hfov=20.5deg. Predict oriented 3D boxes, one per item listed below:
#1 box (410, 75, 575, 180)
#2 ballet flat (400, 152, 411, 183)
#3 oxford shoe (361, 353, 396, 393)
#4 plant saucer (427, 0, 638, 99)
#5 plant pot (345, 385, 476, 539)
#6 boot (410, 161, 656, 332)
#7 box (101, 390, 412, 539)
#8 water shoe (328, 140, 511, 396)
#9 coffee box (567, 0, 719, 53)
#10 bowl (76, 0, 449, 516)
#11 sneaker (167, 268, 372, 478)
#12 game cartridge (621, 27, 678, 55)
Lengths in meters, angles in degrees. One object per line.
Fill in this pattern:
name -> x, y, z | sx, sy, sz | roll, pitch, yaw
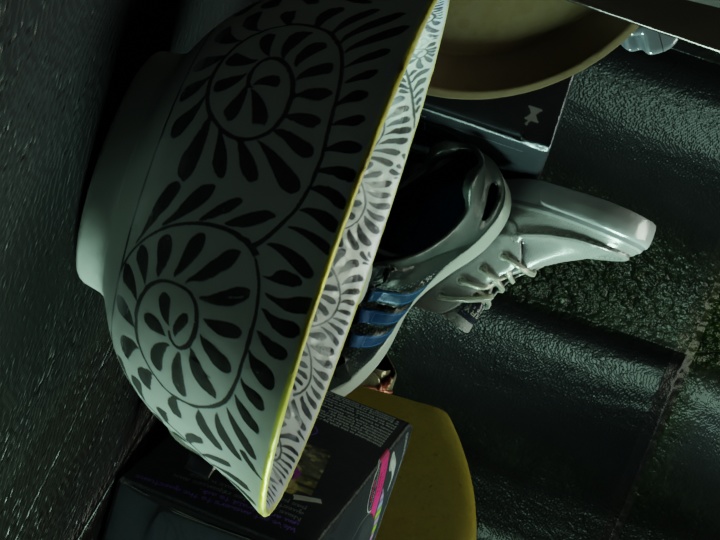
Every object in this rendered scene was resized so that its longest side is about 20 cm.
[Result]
box -> 0.056, -0.124, 1.219 | 0.200, 0.148, 0.108 | 83, 26, -83
ballet flat -> -0.010, -0.069, 1.164 | 0.200, 0.074, 0.075 | 89, 21, -81
oxford shoe -> -0.012, 0.098, 1.405 | 0.070, 0.074, 0.201 | 9, 70, -53
plant saucer -> 0.073, -0.174, 1.036 | 0.030, 0.199, 0.201 | -106, -157, -44
plant pot -> -0.027, 0.182, 1.285 | 0.194, 0.194, 0.201 | 109, -4, -61
boot -> 0.086, -0.005, 1.221 | 0.073, 0.199, 0.096 | 26, 80, -44
box -> -0.060, 0.145, 1.058 | 0.200, 0.106, 0.123 | -42, 151, -67
water shoe -> 0.000, 0.000, 1.160 | 0.200, 0.071, 0.079 | -46, 153, -1
coffee box -> 0.061, -0.159, 0.724 | 0.113, 0.199, 0.080 | -62, 171, -63
bowl -> -0.043, -0.023, 0.711 | 0.201, 0.094, 0.202 | 20, 90, -86
sneaker -> -0.054, 0.040, 0.984 | 0.199, 0.079, 0.130 | 61, 50, -85
game cartridge -> 0.133, -0.232, 1.140 | 0.133, 0.041, 0.201 | -100, 172, -70
